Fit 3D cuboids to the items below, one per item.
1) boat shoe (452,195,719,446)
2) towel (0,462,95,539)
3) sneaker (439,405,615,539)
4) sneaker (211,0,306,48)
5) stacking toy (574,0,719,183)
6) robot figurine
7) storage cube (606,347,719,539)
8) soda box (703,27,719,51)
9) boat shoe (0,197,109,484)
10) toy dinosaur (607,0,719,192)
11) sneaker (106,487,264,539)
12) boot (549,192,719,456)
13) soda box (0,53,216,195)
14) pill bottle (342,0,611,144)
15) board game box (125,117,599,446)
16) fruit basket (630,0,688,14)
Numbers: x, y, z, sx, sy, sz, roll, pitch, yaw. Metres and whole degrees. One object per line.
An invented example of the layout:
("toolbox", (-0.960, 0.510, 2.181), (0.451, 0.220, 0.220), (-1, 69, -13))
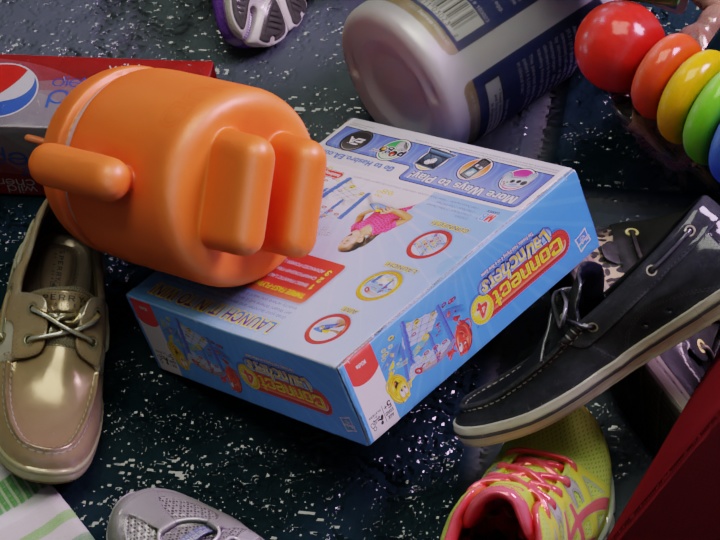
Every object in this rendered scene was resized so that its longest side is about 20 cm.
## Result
("boat shoe", (0.127, 0.028, 1.409), (0.200, 0.062, 0.075), (-35, 6, 21))
("towel", (-0.252, 0.139, 1.481), (0.152, 0.023, 0.200), (-28, 50, -20))
("sneaker", (0.087, 0.134, 1.401), (0.078, 0.091, 0.200), (9, 47, 17))
("sneaker", (-0.091, -0.225, 1.786), (0.083, 0.080, 0.201), (-34, 49, 30))
("stacking toy", (0.204, -0.093, 1.507), (0.200, 0.086, 0.085), (36, 59, 25))
("robot figurine", (-0.104, -0.055, 1.506), (0.199, 0.117, 0.144), (15, 49, 46))
("storage cube", (0.257, 0.091, 1.327), (0.171, 0.180, 0.200), (34, 54, 3))
("soda box", (0.296, -0.084, 1.545), (0.064, 0.068, 0.200), (-35, 78, -25))
("boat shoe", (-0.180, 0.036, 1.531), (0.072, 0.065, 0.201), (9, 43, -9))
("toy dinosaur", (0.236, -0.113, 1.624), (0.199, 0.086, 0.136), (-10, 46, -9))
("sneaker", (-0.058, 0.165, 1.394), (0.200, 0.082, 0.075), (31, 57, 30))
("boot", (0.208, 0.027, 1.505), (0.150, 0.073, 0.200), (-21, 43, -13))
("soda box", (-0.190, -0.092, 1.663), (0.199, 0.064, 0.070), (3, 48, 9))
("pill bottle", (0.095, -0.164, 1.667), (0.200, 0.111, 0.111), (-34, 52, -24))
("board game box", (0.000, 0.000, 1.517), (0.196, 0.056, 0.200), (-39, 34, -26))
("fruit basket", (0.115, -0.236, 1.537), (0.199, 0.186, 0.094), (18, 55, 3))
